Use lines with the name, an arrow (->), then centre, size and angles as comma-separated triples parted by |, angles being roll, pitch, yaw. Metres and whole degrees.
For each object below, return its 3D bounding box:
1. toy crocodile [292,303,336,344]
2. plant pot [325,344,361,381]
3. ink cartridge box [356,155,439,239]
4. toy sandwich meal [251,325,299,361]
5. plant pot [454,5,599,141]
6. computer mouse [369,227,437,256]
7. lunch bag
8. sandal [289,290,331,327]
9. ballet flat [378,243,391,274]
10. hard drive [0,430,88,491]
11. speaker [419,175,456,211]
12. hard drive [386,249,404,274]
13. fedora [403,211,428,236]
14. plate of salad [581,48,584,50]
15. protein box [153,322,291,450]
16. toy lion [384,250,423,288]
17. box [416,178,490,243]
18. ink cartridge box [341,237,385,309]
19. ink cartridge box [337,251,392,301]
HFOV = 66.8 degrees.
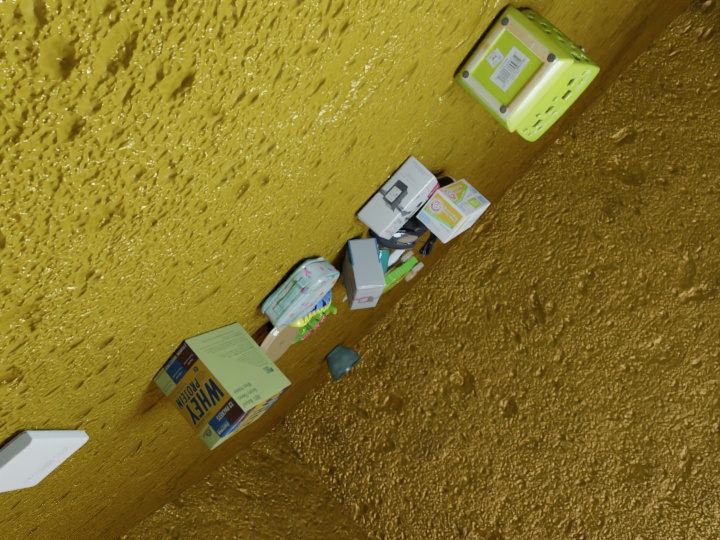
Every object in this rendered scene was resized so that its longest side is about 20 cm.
toy crocodile -> -0.165, 0.182, 1.843 | 0.200, 0.062, 0.068 | -43, 169, 0
plant pot -> -0.110, 0.504, 3.070 | 0.200, 0.134, 0.200 | -41, 168, -10
ink cartridge box -> 0.098, -0.177, 1.382 | 0.200, 0.083, 0.145 | -47, 170, 9
toy sandwich meal -> -0.255, 0.193, 1.567 | 0.205, 0.070, 0.205 | -49, 163, -20
plant pot -> 0.326, -0.398, 1.105 | 0.181, 0.199, 0.200 | -17, 153, -54
computer mouse -> 0.132, -0.104, 1.548 | 0.046, 0.200, 0.141 | -87, -159, -46
lunch bag -> -0.150, 0.051, 1.365 | 0.200, 0.077, 0.160 | -47, 167, 17
sandal -> -0.141, 0.081, 1.533 | 0.200, 0.079, 0.087 | -44, 142, -57
ballet flat -> 0.068, -0.078, 1.641 | 0.068, 0.072, 0.200 | 5, 108, -32
hard drive -> -0.582, 0.335, 0.959 | 0.132, 0.026, 0.200 | -42, 169, -12
speaker -> 0.218, -0.232, 1.627 | 0.081, 0.081, 0.200 | -51, 166, 33
hard drive -> 0.061, 0.010, 1.744 | 0.200, 0.026, 0.132 | -45, 172, -6
fedora -> 0.160, -0.140, 1.719 | 0.201, 0.092, 0.201 | -43, 169, -10
plate of salad -> 0.673, -0.643, 1.812 | 0.200, 0.048, 0.200 | -41, 169, -10
protein box -> -0.304, 0.250, 1.225 | 0.135, 0.200, 0.198 | -48, 169, 20
toy lion -> 0.101, 0.028, 1.729 | 0.192, 0.069, 0.200 | -38, 173, -10
box -> 0.259, -0.169, 1.512 | 0.101, 0.112, 0.200 | -52, 167, 33
ink cartridge box -> 0.005, 0.014, 1.560 | 0.084, 0.145, 0.200 | -7, 160, -11
ink cartridge box -> 0.000, 0.000, 1.741 | 0.200, 0.067, 0.116 | -39, 169, -26
